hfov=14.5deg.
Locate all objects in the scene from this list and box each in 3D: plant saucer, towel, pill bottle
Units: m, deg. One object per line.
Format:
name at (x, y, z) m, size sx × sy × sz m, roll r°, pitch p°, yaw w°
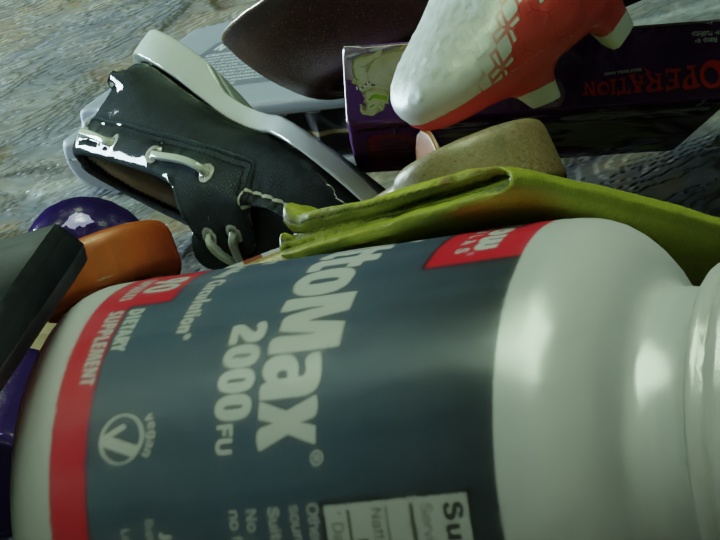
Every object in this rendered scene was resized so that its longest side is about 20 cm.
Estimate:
plant saucer at (0.051, -0.098, 0.961) m, size 0.199 × 0.032 × 0.200 m, roll -20°, pitch -2°, yaw -1°
towel at (0.078, -0.004, 0.752) m, size 0.199 × 0.018 × 0.086 m, roll 11°, pitch -19°, yaw -43°
pill bottle at (0.029, 0.050, 0.675) m, size 0.199 × 0.120 × 0.120 m, roll -8°, pitch 21°, yaw 25°

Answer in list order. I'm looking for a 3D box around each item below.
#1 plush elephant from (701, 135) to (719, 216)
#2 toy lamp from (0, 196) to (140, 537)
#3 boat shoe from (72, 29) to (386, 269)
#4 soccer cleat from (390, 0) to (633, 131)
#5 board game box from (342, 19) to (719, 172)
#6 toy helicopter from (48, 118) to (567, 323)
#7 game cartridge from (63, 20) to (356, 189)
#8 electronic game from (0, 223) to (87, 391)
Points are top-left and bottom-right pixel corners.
plush elephant at (0.191, -0.107, 0.902) m, size 0.199 × 0.156 × 0.165 m, roll -11°, pitch 20°, yaw 16°
toy lamp at (-0.104, 0.032, 0.941) m, size 0.058 × 0.059 × 0.200 m, roll -14°, pitch 18°, yaw 10°
boat shoe at (-0.038, -0.025, 1.025) m, size 0.060 × 0.076 × 0.200 m, roll -50°, pitch 35°, yaw -5°
soccer cleat at (0.060, -0.128, 0.810) m, size 0.200 × 0.085 × 0.068 m, roll -52°, pitch 27°, yaw -18°
board game box at (0.055, -0.055, 0.939) m, size 0.119 × 0.033 × 0.200 m, roll 0°, pitch -2°, yaw 2°
toy helicopter at (0.000, 0.000, 0.835) m, size 0.132 × 0.079 × 0.200 m, roll -13°, pitch -11°, yaw -37°
game cartridge at (-0.013, -0.081, 1.197) m, size 0.199 × 0.041 × 0.133 m, roll -4°, pitch 27°, yaw 35°
electronic game at (-0.132, 0.073, 0.730) m, size 0.201 × 0.042 × 0.200 m, roll -55°, pitch 5°, yaw 7°
